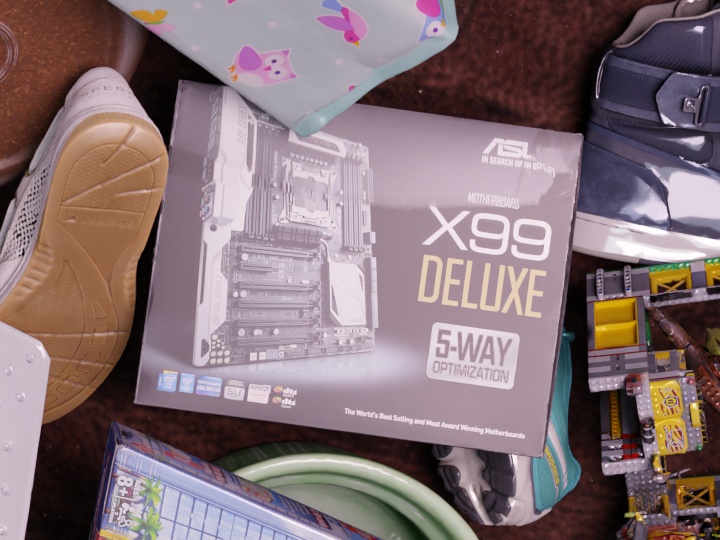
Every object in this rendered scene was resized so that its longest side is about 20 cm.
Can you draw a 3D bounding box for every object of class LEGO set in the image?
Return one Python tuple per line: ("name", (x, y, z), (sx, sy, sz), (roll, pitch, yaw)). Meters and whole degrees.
("LEGO set", (0.181, 0.085, 1.064), (0.153, 0.116, 0.201), (0, 121, 5))

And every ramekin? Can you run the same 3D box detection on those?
("ramekin", (-0.032, 0.183, 1.082), (0.199, 0.098, 0.201), (-1, 97, -10))

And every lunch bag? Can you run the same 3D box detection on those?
("lunch bag", (-0.052, -0.191, 0.977), (0.122, 0.201, 0.170), (-31, 135, 29))

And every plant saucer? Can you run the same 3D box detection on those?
("plant saucer", (-0.186, -0.109, 0.997), (0.200, 0.037, 0.201), (-16, 132, -18))

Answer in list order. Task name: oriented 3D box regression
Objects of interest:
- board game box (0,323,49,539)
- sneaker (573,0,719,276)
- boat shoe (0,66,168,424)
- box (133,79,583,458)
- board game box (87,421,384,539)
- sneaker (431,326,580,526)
("board game box", (-0.233, 0.086, 0.920), (0.200, 0.026, 0.201), (29, 50, -35))
("sneaker", (0.212, -0.068, 1.107), (0.201, 0.077, 0.147), (10, 98, -10))
("boat shoe", (-0.143, -0.010, 1.040), (0.071, 0.069, 0.200), (11, 126, -24))
("box", (0.000, 0.000, 1.027), (0.199, 0.050, 0.158), (8, 87, 0))
("board game box", (-0.039, 0.189, 0.999), (0.199, 0.062, 0.201), (10, 95, -10))
("sneaker", (0.069, 0.032, 1.106), (0.079, 0.077, 0.201), (-11, 93, -42))
